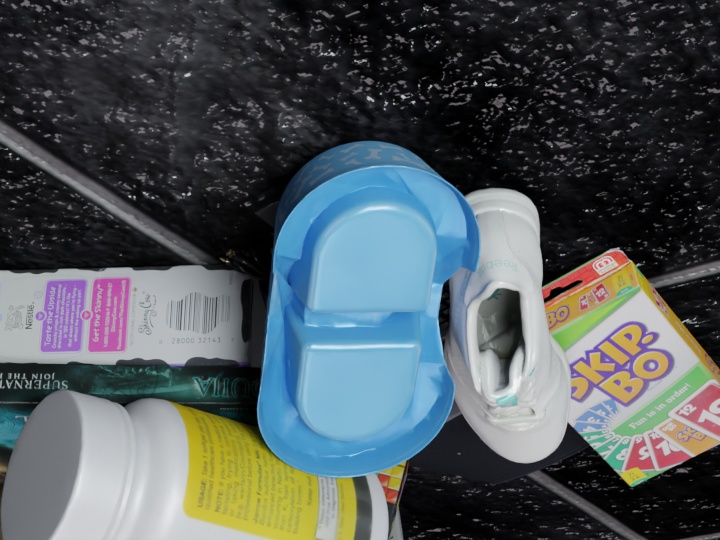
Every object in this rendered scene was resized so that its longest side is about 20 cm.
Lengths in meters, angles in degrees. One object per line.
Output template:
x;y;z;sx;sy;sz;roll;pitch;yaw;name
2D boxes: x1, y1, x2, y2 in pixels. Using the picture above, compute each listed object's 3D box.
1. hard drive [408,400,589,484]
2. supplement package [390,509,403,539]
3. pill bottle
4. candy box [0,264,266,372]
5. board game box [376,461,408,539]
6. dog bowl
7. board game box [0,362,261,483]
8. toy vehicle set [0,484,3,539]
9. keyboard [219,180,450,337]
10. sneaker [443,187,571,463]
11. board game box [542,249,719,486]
0.102;0.099;1.150;0.134;0.043;0.200;15;150;-26;hard drive
-0.053;0.293;1.263;0.199;0.192;0.148;-9;139;-1;supplement package
-0.093;0.138;0.934;0.199;0.115;0.114;21;147;-32;pill bottle
-0.157;0.064;1.057;0.199;0.072;0.168;-2;153;3;candy box
-0.080;0.183;1.143;0.199;0.166;0.057;12;153;5;board game box
-0.001;0.019;0.895;0.111;0.050;0.201;-1;123;-13;dog bowl
-0.144;0.097;1.008;0.199;0.028;0.135;1;152;-3;board game box
-0.215;0.216;1.164;0.026;0.125;0.200;-25;147;12;toy vehicle set
0.000;0.000;0.976;0.126;0.021;0.200;-18;147;27;keyboard
0.082;0.055;0.944;0.075;0.089;0.201;-9;130;7;sneaker
0.168;0.065;1.045;0.095;0.030;0.200;-29;131;18;board game box
